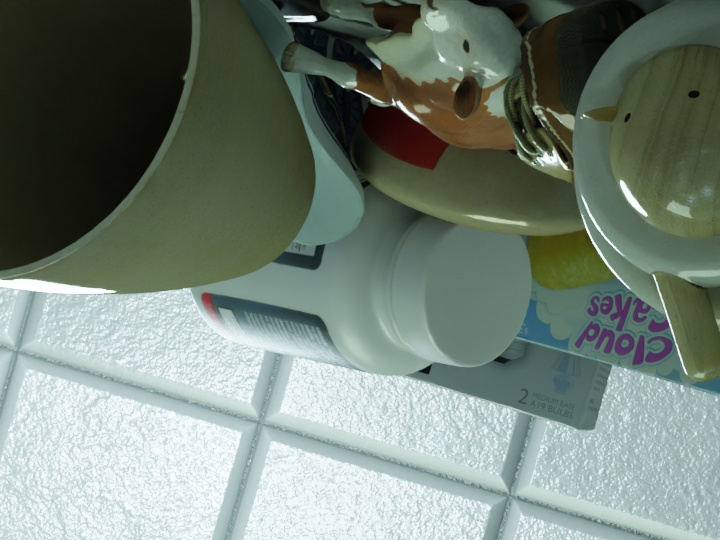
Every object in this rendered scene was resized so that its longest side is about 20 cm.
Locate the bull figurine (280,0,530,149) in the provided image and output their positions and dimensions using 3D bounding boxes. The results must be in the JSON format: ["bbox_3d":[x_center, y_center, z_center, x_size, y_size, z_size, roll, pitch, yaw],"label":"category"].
[{"bbox_3d":[0.040,-0.098,0.994,0.121,0.065,0.200,20,179,22],"label":"bull figurine"}]

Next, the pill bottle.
[{"bbox_3d":[0.000,0.000,1.241,0.120,0.120,0.200,16,176,-44],"label":"pill bottle"}]

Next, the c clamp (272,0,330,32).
[{"bbox_3d":[-0.106,-0.157,1.127,0.200,0.027,0.171,15,180,-37],"label":"c clamp"}]

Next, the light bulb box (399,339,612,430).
[{"bbox_3d":[0.094,-0.010,1.445,0.198,0.200,0.125,16,178,10],"label":"light bulb box"}]

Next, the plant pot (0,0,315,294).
[{"bbox_3d":[-0.106,-0.062,0.952,0.187,0.187,0.200,16,173,29],"label":"plant pot"}]

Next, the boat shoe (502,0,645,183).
[{"bbox_3d":[0.100,-0.064,0.894,0.074,0.076,0.200,-9,171,21],"label":"boat shoe"}]

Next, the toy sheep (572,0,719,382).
[{"bbox_3d":[0.142,-0.035,0.723,0.138,0.138,0.200,16,-174,26],"label":"toy sheep"}]

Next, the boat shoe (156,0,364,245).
[{"bbox_3d":[-0.058,-0.105,1.104,0.071,0.091,0.200,-20,137,7],"label":"boat shoe"}]

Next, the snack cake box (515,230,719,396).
[{"bbox_3d":[0.175,0.006,1.285,0.200,0.115,0.067,16,180,-18],"label":"snack cake box"}]

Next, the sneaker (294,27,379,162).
[{"bbox_3d":[-0.049,-0.126,1.323,0.200,0.077,0.085,24,-167,20],"label":"sneaker"}]

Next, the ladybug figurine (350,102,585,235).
[{"bbox_3d":[0.068,-0.074,1.156,0.136,0.072,0.200,-2,-163,-26],"label":"ladybug figurine"}]

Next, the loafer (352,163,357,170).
[{"bbox_3d":[0.026,-0.068,1.356,0.200,0.071,0.073,-6,148,18],"label":"loafer"}]
